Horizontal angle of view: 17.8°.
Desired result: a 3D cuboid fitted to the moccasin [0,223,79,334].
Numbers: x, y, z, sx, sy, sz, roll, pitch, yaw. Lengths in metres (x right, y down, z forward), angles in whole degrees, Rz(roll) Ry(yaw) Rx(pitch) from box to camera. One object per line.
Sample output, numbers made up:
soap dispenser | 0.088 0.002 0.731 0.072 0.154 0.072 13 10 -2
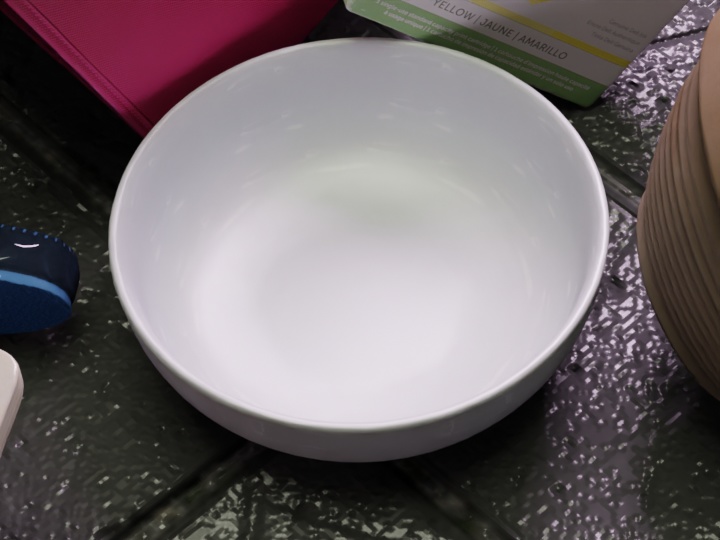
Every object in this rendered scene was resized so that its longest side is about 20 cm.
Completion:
moccasin | -0.209 -0.022 0.943 0.198 0.081 0.069 9 63 7

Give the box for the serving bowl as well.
serving bowl | 0.000 0.000 0.929 0.198 0.066 0.201 -1 51 1

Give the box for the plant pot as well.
plant pot | 0.172 -0.006 0.885 0.092 0.200 0.202 -28 41 34

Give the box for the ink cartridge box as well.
ink cartridge box | 0.099 -0.169 0.948 0.145 0.200 0.048 18 39 -36

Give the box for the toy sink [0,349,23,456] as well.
toy sink | -0.198 0.129 0.805 0.129 0.112 0.201 9 57 9

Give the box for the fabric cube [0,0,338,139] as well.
fabric cube | -0.105 -0.201 0.970 0.200 0.196 0.200 41 88 29
